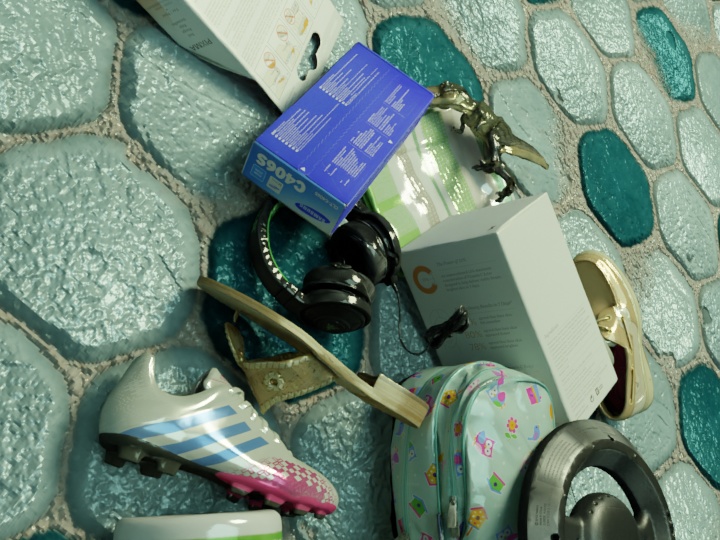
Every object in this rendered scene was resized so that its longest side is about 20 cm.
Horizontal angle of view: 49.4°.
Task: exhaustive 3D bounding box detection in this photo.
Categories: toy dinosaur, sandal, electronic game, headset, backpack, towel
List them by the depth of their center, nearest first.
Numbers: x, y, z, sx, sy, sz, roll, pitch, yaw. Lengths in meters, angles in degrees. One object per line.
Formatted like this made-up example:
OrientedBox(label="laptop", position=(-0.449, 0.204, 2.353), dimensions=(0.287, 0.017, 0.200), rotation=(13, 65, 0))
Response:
OrientedBox(label="sandal", position=(-0.050, 0.086, 0.612), dimensions=(0.211, 0.078, 0.070), rotation=(31, 77, -8))
OrientedBox(label="electronic game", position=(0.199, 0.224, 0.645), dimensions=(0.199, 0.042, 0.201), rotation=(15, 66, -37))
OrientedBox(label="backpack", position=(0.099, 0.180, 0.677), dimensions=(0.166, 0.126, 0.201), rotation=(4, 80, -42))
OrientedBox(label="headset", position=(0.000, 0.000, 0.680), dimensions=(0.200, 0.094, 0.124), rotation=(39, 54, -10))
OrientedBox(label="towel", position=(0.081, -0.094, 0.820), dimensions=(0.200, 0.031, 0.150), rotation=(-30, 95, -41))
OrientedBox(label="toy dinosaur", position=(0.147, -0.129, 0.841), dimensions=(0.199, 0.047, 0.089), rotation=(29, 56, -33))

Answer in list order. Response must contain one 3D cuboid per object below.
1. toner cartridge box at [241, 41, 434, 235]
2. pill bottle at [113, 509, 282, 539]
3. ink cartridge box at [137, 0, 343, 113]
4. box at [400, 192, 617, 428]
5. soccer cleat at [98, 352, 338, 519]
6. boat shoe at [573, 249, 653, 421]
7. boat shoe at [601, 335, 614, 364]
OrientedBox(label="toner cartridge box", position=(-0.014, -0.126, 0.711), dimensions=(0.095, 0.043, 0.200), rotation=(34, 47, 2))
OrientedBox(label="pill bottle", position=(-0.103, 0.260, 0.499), dimensions=(0.111, 0.111, 0.201), rotation=(9, 70, -37))
OrientedBox(label="ink cartridge box", position=(-0.107, -0.249, 0.719), dimensions=(0.200, 0.050, 0.163), rotation=(48, 49, -40))
OrientedBox(label="box", position=(0.140, 0.045, 0.747), dimensions=(0.097, 0.124, 0.201), rotation=(-34, 106, -41))
OrientedBox(label="soccer cleat", position=(-0.091, 0.123, 0.579), dimensions=(0.199, 0.070, 0.087), rotation=(29, 62, -29))
OrientedBox(label="boat shoe", position=(0.282, 0.076, 0.902), dimensions=(0.069, 0.074, 0.201), rotation=(-17, 88, -47))
OrientedBox(label="boat shoe", position=(0.192, 0.038, 0.843), dimensions=(0.060, 0.072, 0.202), rotation=(-36, 92, -9))
